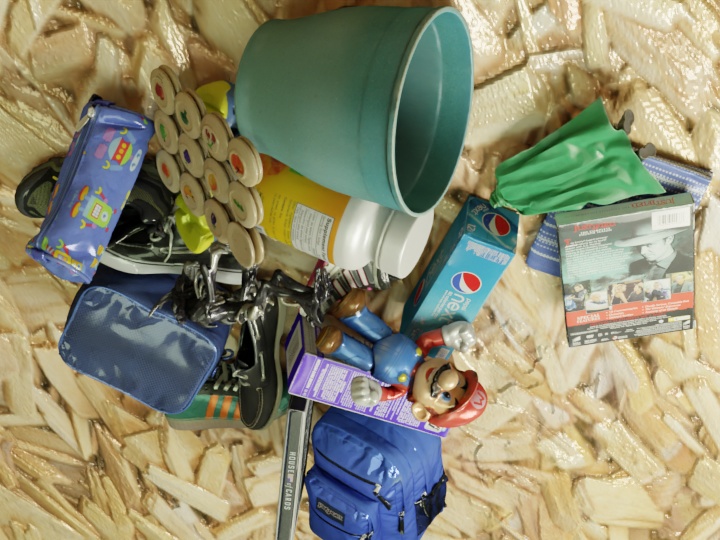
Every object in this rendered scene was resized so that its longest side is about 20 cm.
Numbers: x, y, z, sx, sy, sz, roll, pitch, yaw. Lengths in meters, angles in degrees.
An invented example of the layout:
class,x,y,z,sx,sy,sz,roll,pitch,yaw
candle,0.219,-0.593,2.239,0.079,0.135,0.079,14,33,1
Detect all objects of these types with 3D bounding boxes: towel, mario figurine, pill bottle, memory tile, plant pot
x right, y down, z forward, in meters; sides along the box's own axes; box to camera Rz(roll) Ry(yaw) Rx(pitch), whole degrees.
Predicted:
class,x,y,z,sx,sy,sz,roll,pitch,yaw
towel,0.276,-0.054,1.521,0.144,0.024,0.200,18,133,-2
mario figurine,0.057,0.099,1.549,0.200,0.106,0.124,32,107,-7
pill bottle,-0.030,-0.067,1.469,0.200,0.111,0.111,23,137,15
memory tile,-0.159,-0.106,1.436,0.200,0.017,0.154,42,144,37
plant pot,-0.012,-0.168,1.367,0.188,0.200,0.200,13,137,23

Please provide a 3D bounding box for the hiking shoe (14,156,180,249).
class,x,y,z,sx,sy,sz,roll,pitch,yaw
hiking shoe,-0.303,-0.072,1.572,0.199,0.101,0.076,-4,137,16

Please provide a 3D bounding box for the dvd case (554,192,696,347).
class,x,y,z,sx,sy,sz,roll,pitch,yaw
dvd case,0.289,0.003,1.526,0.146,0.022,0.200,-9,137,5

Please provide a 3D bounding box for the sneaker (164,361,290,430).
class,x,y,z,sx,sy,sz,roll,pitch,yaw
sneaker,-0.169,0.151,1.780,0.200,0.071,0.080,-11,127,17

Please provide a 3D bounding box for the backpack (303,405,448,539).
class,x,y,z,sx,sy,sz,roll,pitch,yaw
backpack,0.017,0.250,1.739,0.162,0.168,0.200,24,138,22

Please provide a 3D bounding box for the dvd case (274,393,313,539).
class,x,y,z,sx,sy,sz,roll,pitch,yaw
dvd case,-0.077,0.216,1.696,0.025,0.150,0.200,8,115,1

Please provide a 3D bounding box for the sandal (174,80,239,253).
class,x,y,z,sx,sy,sz,roll,pitch,yaw
sandal,-0.149,-0.117,1.527,0.087,0.079,0.200,-14,133,-31

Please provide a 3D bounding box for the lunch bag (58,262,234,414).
class,x,y,z,sx,sy,sz,roll,pitch,yaw
lunch bag,-0.243,0.064,1.673,0.200,0.132,0.136,29,120,-11

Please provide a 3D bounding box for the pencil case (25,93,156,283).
class,x,y,z,sx,sy,sz,roll,pitch,yaw
pencil case,-0.287,-0.088,1.493,0.078,0.200,0.087,12,166,40

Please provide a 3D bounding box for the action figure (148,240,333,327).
class,x,y,z,sx,sy,sz,roll,pitch,yaw
action figure,-0.134,0.014,1.545,0.199,0.119,0.102,1,97,11

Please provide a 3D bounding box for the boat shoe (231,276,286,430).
class,x,y,z,sx,sy,sz,roll,pitch,yaw
boat shoe,-0.134,0.105,1.687,0.073,0.063,0.200,30,122,43

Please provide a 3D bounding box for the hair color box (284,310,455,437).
class,x,y,z,sx,sy,sz,roll,pitch,yaw
hair color box,0.015,0.119,1.659,0.200,0.109,0.065,19,115,-15

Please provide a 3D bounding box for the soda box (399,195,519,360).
class,x,y,z,sx,sy,sz,roll,pitch,yaw
soda box,0.109,0.012,1.585,0.064,0.068,0.200,21,134,-9

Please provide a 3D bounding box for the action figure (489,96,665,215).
class,x,y,z,sx,sy,sz,roll,pitch,yaw
action figure,0.206,-0.103,1.451,0.200,0.055,0.118,-21,108,44

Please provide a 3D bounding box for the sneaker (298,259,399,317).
class,x,y,z,sx,sy,sz,roll,pitch,yaw
sneaker,0.000,0.000,1.593,0.087,0.074,0.200,31,128,-8

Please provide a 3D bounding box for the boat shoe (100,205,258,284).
class,x,y,z,sx,sy,sz,roll,pitch,yaw
boat shoe,-0.212,-0.034,1.611,0.199,0.074,0.068,12,128,-2
